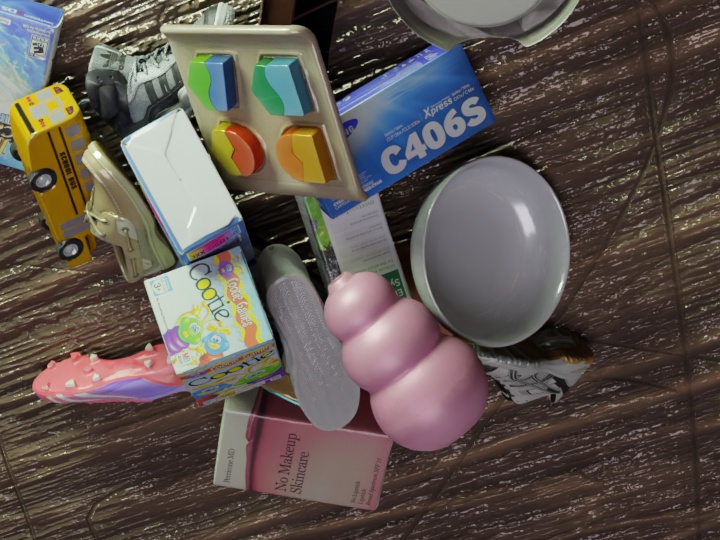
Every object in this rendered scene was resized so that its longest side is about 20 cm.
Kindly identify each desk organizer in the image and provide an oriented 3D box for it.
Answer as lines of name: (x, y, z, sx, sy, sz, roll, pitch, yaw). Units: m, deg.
desk organizer: (-0.065, -0.236, 1.547, 0.077, 0.072, 0.200, 8, 126, -5)

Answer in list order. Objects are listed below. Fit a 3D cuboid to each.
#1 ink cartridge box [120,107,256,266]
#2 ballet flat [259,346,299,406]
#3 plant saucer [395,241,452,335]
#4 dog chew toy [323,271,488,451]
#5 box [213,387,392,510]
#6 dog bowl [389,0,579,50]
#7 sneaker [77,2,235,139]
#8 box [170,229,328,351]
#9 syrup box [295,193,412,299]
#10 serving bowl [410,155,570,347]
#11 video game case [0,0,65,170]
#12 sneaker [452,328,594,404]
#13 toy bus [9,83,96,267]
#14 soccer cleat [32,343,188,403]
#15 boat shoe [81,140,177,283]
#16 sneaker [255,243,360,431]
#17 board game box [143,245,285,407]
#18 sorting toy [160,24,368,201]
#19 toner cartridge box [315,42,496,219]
ink cartridge box: (-0.173, -0.063, 1.595, 0.076, 0.200, 0.137, -28, 77, -5)
ballet flat: (-0.106, 0.099, 1.713, 0.200, 0.069, 0.063, 19, 108, 3)
plant saucer: (0.075, 0.045, 1.758, 0.200, 0.037, 0.201, 2, 126, 2)
dog chew toy: (0.039, 0.086, 1.572, 0.124, 0.125, 0.200, -36, 98, 25)
box: (-0.065, 0.190, 1.826, 0.199, 0.109, 0.128, 9, 126, -3)
dog bowl: (0.119, -0.308, 1.491, 0.199, 0.059, 0.200, 2, 125, 3)
sneaker: (-0.213, -0.207, 1.572, 0.114, 0.076, 0.200, 27, 125, -18)
box: (-0.118, 0.037, 1.741, 0.200, 0.040, 0.137, 34, 122, -5)
syrup box: (0.000, 0.000, 1.651, 0.079, 0.081, 0.200, -19, 99, -8)
serving bowl: (0.128, -0.020, 1.643, 0.200, 0.200, 0.066, 46, 157, -25)
video game case: (-0.423, -0.211, 1.604, 0.199, 0.045, 0.182, 16, 126, -7)
sneaker: (0.174, 0.114, 1.733, 0.200, 0.076, 0.088, 9, 124, -36)
toy bus: (-0.315, -0.097, 1.641, 0.078, 0.065, 0.200, -26, 140, -13)
soccer cleat: (-0.289, 0.134, 1.831, 0.199, 0.067, 0.077, -13, 128, 9)
boat shoe: (-0.254, -0.055, 1.622, 0.065, 0.072, 0.200, -32, 145, -8)
sneaker: (-0.057, 0.066, 1.658, 0.074, 0.116, 0.200, -19, 117, -4)
board game box: (-0.147, 0.062, 1.596, 0.103, 0.105, 0.200, -20, 166, -4)
sorting toy: (-0.096, -0.147, 1.488, 0.185, 0.036, 0.200, 7, 132, 37)
toner cartridge box: (0.030, -0.145, 1.567, 0.200, 0.043, 0.095, -32, 114, -7)
